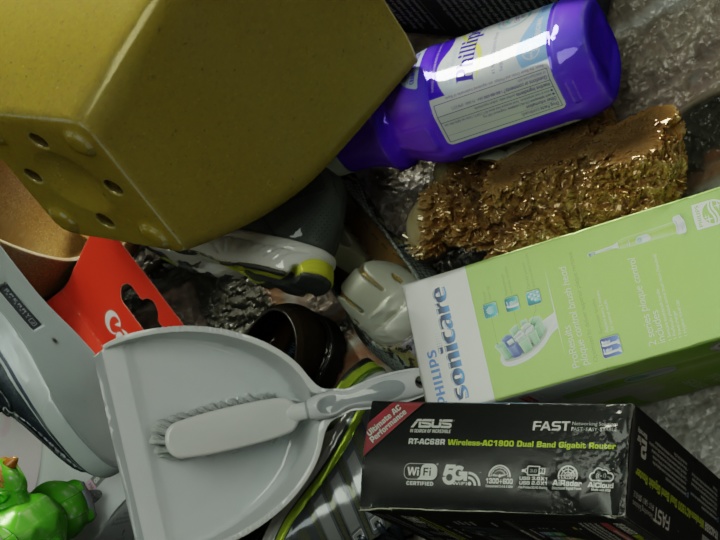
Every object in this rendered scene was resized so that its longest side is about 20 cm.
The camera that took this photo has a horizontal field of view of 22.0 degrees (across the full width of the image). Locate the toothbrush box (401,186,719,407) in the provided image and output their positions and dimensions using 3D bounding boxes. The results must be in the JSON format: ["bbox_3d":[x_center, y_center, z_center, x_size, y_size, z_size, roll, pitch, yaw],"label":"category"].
[{"bbox_3d":[0.146,0.031,1.081,0.199,0.146,0.086,-16,74,19],"label":"toothbrush box"}]

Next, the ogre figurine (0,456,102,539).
[{"bbox_3d":[-0.236,0.175,1.146,0.120,0.200,0.099,-24,73,20],"label":"ogre figurine"}]

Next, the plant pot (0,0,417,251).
[{"bbox_3d":[-0.122,-0.125,1.118,0.194,0.196,0.200,10,59,40],"label":"plant pot"}]

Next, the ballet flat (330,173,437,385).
[{"bbox_3d":[0.000,0.000,1.208,0.072,0.072,0.201,-41,61,8],"label":"ballet flat"}]

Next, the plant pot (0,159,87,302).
[{"bbox_3d":[-0.321,0.017,1.307,0.186,0.186,0.200,43,105,30],"label":"plant pot"}]

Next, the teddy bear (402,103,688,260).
[{"bbox_3d":[0.117,-0.048,1.162,0.199,0.067,0.145,-16,32,23],"label":"teddy bear"}]

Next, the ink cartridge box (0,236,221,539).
[{"bbox_3d":[-0.187,0.091,1.231,0.163,0.057,0.200,49,130,30],"label":"ink cartridge box"}]

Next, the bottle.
[{"bbox_3d":[0.064,-0.110,1.173,0.199,0.065,0.084,-17,32,25],"label":"bottle"}]

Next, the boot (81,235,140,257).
[{"bbox_3d":[-0.117,-0.087,1.282,0.188,0.068,0.200,35,85,31],"label":"boot"}]

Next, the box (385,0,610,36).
[{"bbox_3d":[0.069,-0.243,1.234,0.199,0.107,0.149,7,76,26],"label":"box"}]

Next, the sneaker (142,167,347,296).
[{"bbox_3d":[-0.085,-0.041,1.206,0.199,0.074,0.085,16,77,33],"label":"sneaker"}]

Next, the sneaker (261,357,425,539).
[{"bbox_3d":[-0.005,0.158,1.159,0.081,0.074,0.201,19,84,26],"label":"sneaker"}]

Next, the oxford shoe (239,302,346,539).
[{"bbox_3d":[-0.085,0.111,1.205,0.072,0.084,0.201,19,84,27],"label":"oxford shoe"}]

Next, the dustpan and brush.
[{"bbox_3d":[-0.051,0.088,1.126,0.199,0.057,0.140,-13,87,-10],"label":"dustpan and brush"}]

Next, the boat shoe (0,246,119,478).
[{"bbox_3d":[-0.232,0.064,1.186,0.091,0.071,0.201,-39,85,25],"label":"boat shoe"}]

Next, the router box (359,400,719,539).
[{"bbox_3d":[0.107,0.125,1.039,0.149,0.200,0.062,0,73,25],"label":"router box"}]
